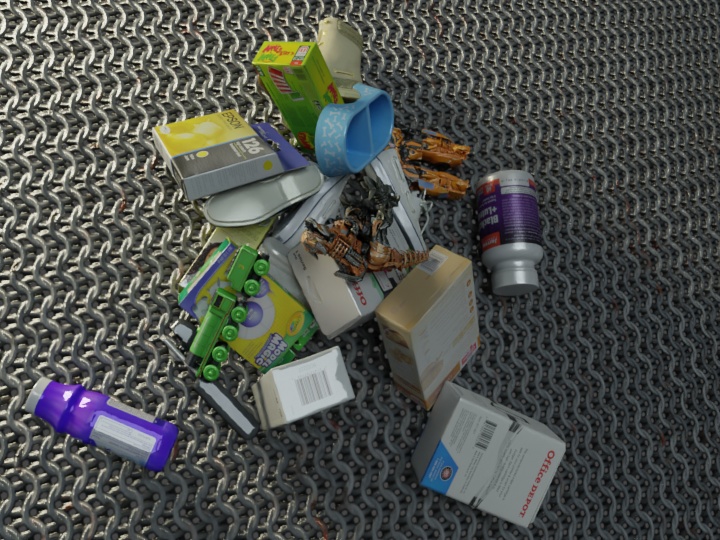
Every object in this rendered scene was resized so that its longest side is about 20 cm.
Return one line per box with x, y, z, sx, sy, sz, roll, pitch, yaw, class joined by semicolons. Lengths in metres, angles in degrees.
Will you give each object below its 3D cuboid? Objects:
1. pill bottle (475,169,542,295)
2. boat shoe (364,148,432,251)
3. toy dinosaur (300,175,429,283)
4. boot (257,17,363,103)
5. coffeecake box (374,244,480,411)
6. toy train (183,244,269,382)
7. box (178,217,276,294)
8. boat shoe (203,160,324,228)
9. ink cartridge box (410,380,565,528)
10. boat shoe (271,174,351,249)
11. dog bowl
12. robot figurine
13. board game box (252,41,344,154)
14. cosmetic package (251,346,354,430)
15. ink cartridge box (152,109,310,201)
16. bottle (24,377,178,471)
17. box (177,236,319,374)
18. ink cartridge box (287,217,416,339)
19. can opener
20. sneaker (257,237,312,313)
0.268;-0.064;1.100;0.108;0.111;0.207;3;73;-17;pill bottle
0.084;-0.114;1.055;0.085;0.074;0.206;-29;99;-14;boat shoe
0.007;-0.044;0.873;0.198;0.100;0.140;26;61;-47;toy dinosaur
-0.083;-0.376;1.093;0.194;0.073;0.161;7;73;-18;boot
0.111;0.092;0.955;0.072;0.203;0.153;26;58;36;coffeecake box
-0.186;0.059;0.851;0.055;0.042;0.204;26;95;-11;toy train
-0.203;-0.035;0.965;0.074;0.050;0.204;31;66;-8;box
-0.149;-0.113;0.944;0.197;0.062;0.076;-30;89;-23;boat shoe
0.198;0.287;0.962;0.196;0.084;0.149;25;94;-12;ink cartridge box
-0.069;-0.102;1.027;0.066;0.073;0.201;47;67;-19;boat shoe
-0.003;-0.226;0.988;0.048;0.114;0.201;9;37;26;dog bowl
0.101;-0.201;1.112;0.194;0.058;0.150;11;69;-16;robot figurine
-0.082;-0.269;0.983;0.099;0.201;0.049;13;64;28;board game box
-0.087;0.170;0.862;0.099;0.200;0.073;-16;79;-22;cosmetic package
-0.204;-0.193;0.953;0.195;0.048;0.198;-22;40;-20;ink cartridge box
-0.345;0.206;0.827;0.196;0.083;0.067;26;68;-11;bottle
-0.157;0.064;0.905;0.199;0.048;0.118;43;89;-24;box
0.000;0.000;0.960;0.198;0.083;0.148;-19;79;-52;ink cartridge box
-0.214;0.157;0.902;0.200;0.053;0.067;45;71;-3;can opener
-0.098;0.039;0.976;0.199;0.076;0.089;40;102;-21;sneaker
